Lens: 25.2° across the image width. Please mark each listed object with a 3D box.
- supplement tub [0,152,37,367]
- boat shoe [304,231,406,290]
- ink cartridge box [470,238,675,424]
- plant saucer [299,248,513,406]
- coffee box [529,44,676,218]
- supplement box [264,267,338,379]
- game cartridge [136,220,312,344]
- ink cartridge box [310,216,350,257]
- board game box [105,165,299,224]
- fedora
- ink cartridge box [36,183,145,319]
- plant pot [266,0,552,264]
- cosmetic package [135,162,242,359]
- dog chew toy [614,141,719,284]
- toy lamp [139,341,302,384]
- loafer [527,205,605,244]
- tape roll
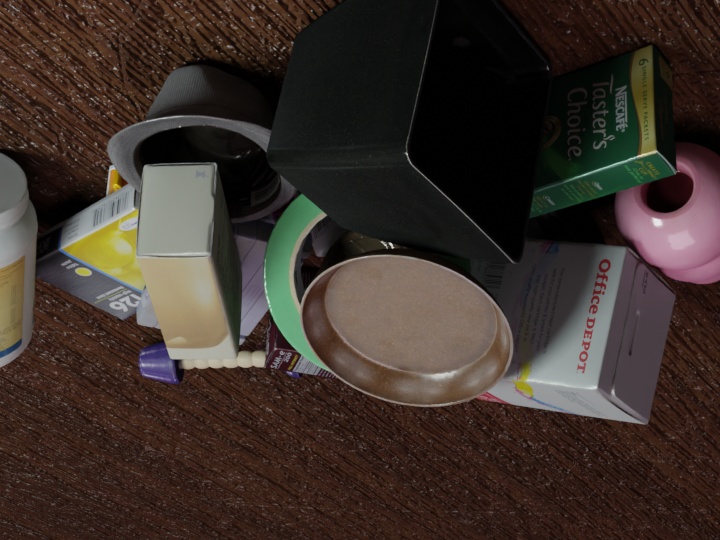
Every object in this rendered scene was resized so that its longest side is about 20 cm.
[{"bbox_3d":[-0.403,-0.010,1.640,0.143,0.145,0.201,6,128,-7],"label":"supplement tub"},{"bbox_3d":[0.000,0.000,1.665,0.076,0.072,0.200,-29,173,-40],"label":"boat shoe"},{"bbox_3d":[0.190,0.057,1.605,0.199,0.147,0.144,6,165,34],"label":"ink cartridge box"},{"bbox_3d":[0.044,0.048,1.478,0.198,0.035,0.201,8,135,8],"label":"plant saucer"},{"bbox_3d":[0.189,-0.120,1.469,0.199,0.124,0.044,-16,144,32],"label":"coffee box"},{"bbox_3d":[-0.005,0.067,1.829,0.198,0.110,0.061,10,151,-12],"label":"supplement box"},{"bbox_3d":[-0.146,0.007,1.677,0.129,0.039,0.200,16,143,-20],"label":"game cartridge"},{"bbox_3d":[0.068,-0.064,1.676,0.198,0.048,0.160,0,155,-32],"label":"ink cartridge box"},{"bbox_3d":[-0.178,-0.040,1.736,0.198,0.026,0.200,8,150,-9],"label":"board game box"},{"bbox_3d":[-0.140,-0.127,1.509,0.175,0.091,0.200,-11,149,24],"label":"fedora"},{"bbox_3d":[-0.227,-0.008,1.726,0.197,0.047,0.199,-25,138,38],"label":"ink cartridge box"},{"bbox_3d":[0.035,-0.132,1.404,0.176,0.202,0.199,-3,153,34],"label":"plant pot"},{"bbox_3d":[-0.159,-0.005,1.525,0.070,0.106,0.201,-1,148,3],"label":"cosmetic package"},{"bbox_3d":[0.326,-0.046,1.599,0.123,0.126,0.200,-9,157,21],"label":"dog chew toy"},{"bbox_3d":[-0.172,0.109,1.972,0.198,0.059,0.058,-4,151,8],"label":"toy lamp"},{"bbox_3d":[0.198,-0.036,1.659,0.072,0.073,0.200,-17,146,18],"label":"loafer"},{"bbox_3d":[0.007,0.002,1.553,0.198,0.202,0.048,-1,-167,6],"label":"tape roll"}]
